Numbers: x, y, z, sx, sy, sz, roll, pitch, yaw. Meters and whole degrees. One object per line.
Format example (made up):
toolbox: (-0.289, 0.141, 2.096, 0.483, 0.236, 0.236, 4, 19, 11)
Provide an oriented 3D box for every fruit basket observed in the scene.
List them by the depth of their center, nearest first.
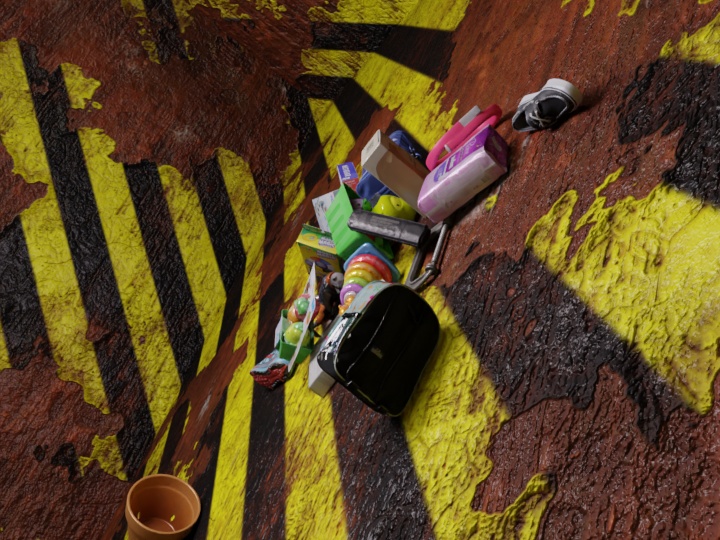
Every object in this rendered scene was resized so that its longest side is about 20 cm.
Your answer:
fruit basket: (0.032, -0.124, 1.666, 0.212, 0.154, 0.221, -26, 46, 31)
fruit basket: (-0.146, 0.109, 1.672, 0.187, 0.091, 0.204, -97, 20, -57)

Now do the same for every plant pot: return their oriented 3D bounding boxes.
plant pot: (-0.544, 0.678, 1.881, 0.201, 0.195, 0.143, -93, 23, -64)

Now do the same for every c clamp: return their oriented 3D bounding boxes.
c clamp: (0.150, -0.046, 1.437, 0.170, 0.027, 0.204, -31, 31, 57)

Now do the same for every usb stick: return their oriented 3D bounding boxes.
usb stick: (0.060, -0.093, 1.510, 0.196, 0.033, 0.056, 16, 66, 31)

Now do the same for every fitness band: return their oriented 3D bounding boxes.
fitness band: (0.225, -0.285, 1.508, 0.199, 0.038, 0.144, -41, -13, 3)

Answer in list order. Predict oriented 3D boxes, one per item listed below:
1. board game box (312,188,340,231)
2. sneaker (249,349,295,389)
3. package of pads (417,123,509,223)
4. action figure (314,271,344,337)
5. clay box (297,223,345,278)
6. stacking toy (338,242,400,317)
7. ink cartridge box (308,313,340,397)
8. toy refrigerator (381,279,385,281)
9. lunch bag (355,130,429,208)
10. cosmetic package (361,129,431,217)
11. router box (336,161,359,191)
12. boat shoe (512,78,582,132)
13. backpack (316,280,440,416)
board game box: (-0.060, -0.111, 1.901, 0.042, 0.206, 0.198, -18, 6, -18)
sneaker: (-0.230, 0.263, 1.920, 0.198, 0.080, 0.096, -25, 25, 47)
package of pads: (0.208, -0.194, 1.423, 0.199, 0.075, 0.122, -37, 22, 35)
action figure: (-0.088, 0.083, 1.768, 0.195, 0.103, 0.202, -56, 10, 41)
clay box: (-0.096, -0.040, 1.803, 0.201, 0.112, 0.049, 77, -146, -62)
stacking toy: (-0.002, 0.048, 1.493, 0.110, 0.116, 0.201, -43, 10, 36)
ink cartridge box: (-0.048, 0.165, 1.593, 0.201, 0.057, 0.163, -48, 18, 17)
toy refrigerator: (0.026, 0.129, 1.411, 0.203, 0.069, 0.076, -58, 22, 2)
lunch bag: (0.089, -0.245, 1.785, 0.199, 0.134, 0.134, -40, 23, 41)
cosmetic package: (0.097, -0.225, 1.613, 0.071, 0.198, 0.106, -47, 20, 22)
router box: (-0.018, -0.191, 1.945, 0.047, 0.185, 0.201, -13, 20, -1)
boat shoe: (0.334, -0.293, 1.277, 0.069, 0.071, 0.200, -55, 14, -5)
backpack: (0.037, 0.124, 1.202, 0.202, 0.176, 0.150, -55, 21, -10)
